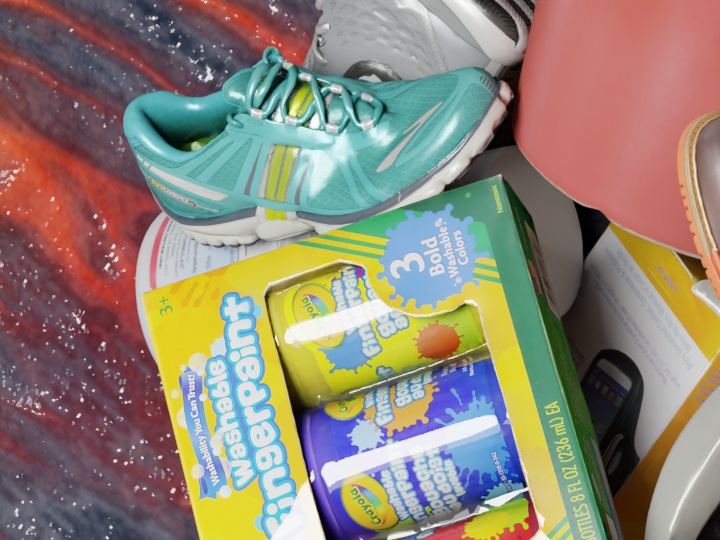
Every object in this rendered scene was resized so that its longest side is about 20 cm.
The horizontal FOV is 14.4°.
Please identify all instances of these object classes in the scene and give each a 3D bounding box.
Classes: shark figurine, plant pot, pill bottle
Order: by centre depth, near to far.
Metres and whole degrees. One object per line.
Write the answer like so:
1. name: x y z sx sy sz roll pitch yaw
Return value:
1. shark figurine: 0.159 0.079 1.160 0.128 0.090 0.214 36 81 10
2. plant pot: 0.162 -0.112 1.218 0.200 0.200 0.177 37 118 26
3. pill bottle: 0.000 0.000 1.343 0.200 0.109 0.109 -11 84 35

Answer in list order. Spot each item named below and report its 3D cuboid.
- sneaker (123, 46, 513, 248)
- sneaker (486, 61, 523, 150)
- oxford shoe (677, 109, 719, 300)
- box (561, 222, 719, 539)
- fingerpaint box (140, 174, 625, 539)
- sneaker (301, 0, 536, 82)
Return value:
1. sneaker: -0.024 -0.059 1.261 0.200 0.078 0.080 -10 129 36
2. sneaker: 0.063 -0.161 1.336 0.112 0.071 0.200 39 111 22
3. oxford shoe: 0.199 0.013 1.112 0.200 0.071 0.073 56 145 7
4. box: 0.104 0.079 1.299 0.200 0.041 0.119 -58 33 20
5. fingerpaint box: 0.014 0.082 1.198 0.167 0.073 0.200 -18 71 10
6. sneaker: -0.019 -0.134 1.307 0.200 0.075 0.116 44 122 14
